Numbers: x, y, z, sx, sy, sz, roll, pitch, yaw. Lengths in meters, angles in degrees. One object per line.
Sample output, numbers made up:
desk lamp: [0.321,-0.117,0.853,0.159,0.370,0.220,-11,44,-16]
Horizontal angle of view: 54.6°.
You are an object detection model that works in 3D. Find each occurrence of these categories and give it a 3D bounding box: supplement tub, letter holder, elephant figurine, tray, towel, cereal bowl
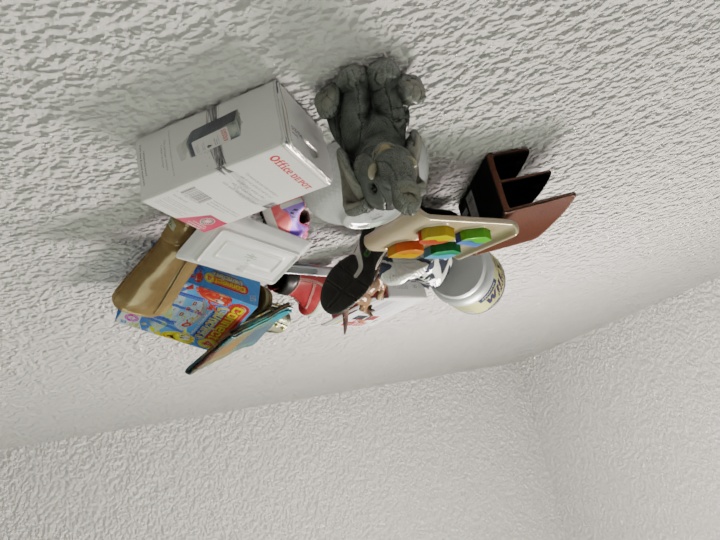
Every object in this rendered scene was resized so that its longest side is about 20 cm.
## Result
supplement tub: [0.225,0.010,1.492,0.142,0.149,0.199,-19,163,18]
letter holder: [0.266,-0.120,1.194,0.139,0.103,0.201,-13,163,-9]
elephant figurine: [0.022,-0.124,0.806,0.140,0.205,0.154,-24,161,32]
tray: [-0.168,-0.026,1.045,0.107,0.022,0.198,-43,144,23]
towel: [-0.222,0.127,1.304,0.146,0.022,0.199,-40,173,29]
cereal bowl: [0.010,-0.119,1.023,0.195,0.085,0.201,-13,162,-4]

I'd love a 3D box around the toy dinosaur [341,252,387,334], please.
toy dinosaur: [0.008,0.025,1.393,0.201,0.085,0.136,-48,164,-10]

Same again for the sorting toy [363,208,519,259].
sorting toy: [0.128,-0.050,1.128,0.196,0.037,0.184,6,164,-27]

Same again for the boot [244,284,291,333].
boot: [-0.202,0.082,1.446,0.152,0.074,0.198,19,157,-38]

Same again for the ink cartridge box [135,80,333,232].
ink cartridge box: [-0.150,-0.132,0.851,0.195,0.087,0.145,-16,163,16]

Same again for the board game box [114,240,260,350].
board game box: [-0.303,0.053,1.219,0.192,0.057,0.200,21,140,-25]

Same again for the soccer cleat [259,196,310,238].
soccer cleat: [-0.108,-0.065,1.137,0.072,0.070,0.200,-22,162,-1]

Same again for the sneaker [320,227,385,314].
sneaker: [0.000,0.000,1.270,0.202,0.075,0.116,-55,172,-9]

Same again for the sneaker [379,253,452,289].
sneaker: [0.113,0.003,1.341,0.198,0.079,0.132,-39,146,-34]

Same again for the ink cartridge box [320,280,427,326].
ink cartridge box: [0.021,0.058,1.591,0.173,0.086,0.198,3,156,-44]

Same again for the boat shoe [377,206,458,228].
boat shoe: [0.101,-0.092,1.222,0.197,0.068,0.057,5,139,-47]

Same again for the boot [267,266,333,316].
boot: [-0.136,0.042,1.461,0.141,0.074,0.200,0,158,-21]

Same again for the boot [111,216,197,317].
boot: [-0.262,-0.009,1.076,0.173,0.067,0.201,18,122,-41]

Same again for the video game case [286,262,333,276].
video game case: [-0.157,-0.009,1.249,0.141,0.018,0.197,9,-177,44]
